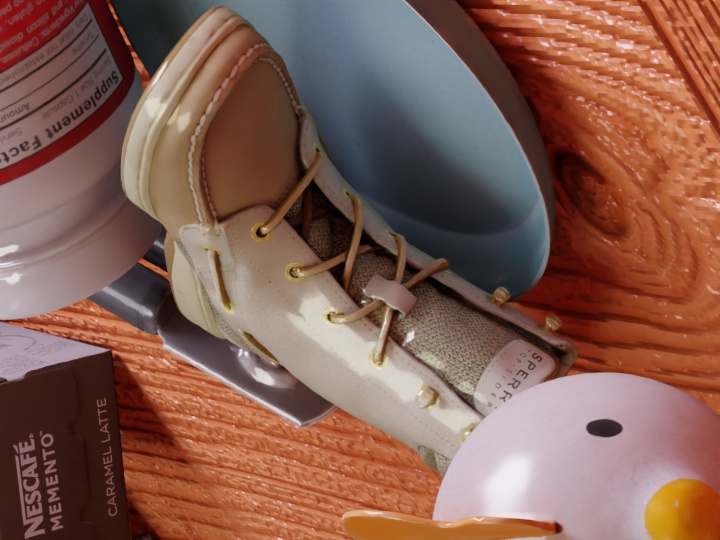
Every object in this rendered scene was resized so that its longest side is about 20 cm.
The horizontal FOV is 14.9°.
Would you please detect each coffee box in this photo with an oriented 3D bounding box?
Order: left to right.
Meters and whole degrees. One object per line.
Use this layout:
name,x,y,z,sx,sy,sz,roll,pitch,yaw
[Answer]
coffee box,-0.210,0.089,1.439,0.200,0.080,0.114,9,110,51

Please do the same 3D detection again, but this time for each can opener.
can opener,-0.086,0.005,1.167,0.200,0.053,0.067,29,163,10

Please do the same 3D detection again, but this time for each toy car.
toy car,0.097,0.072,0.748,0.177,0.200,0.185,152,116,-66

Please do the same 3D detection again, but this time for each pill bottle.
pill bottle,-0.148,-0.086,1.017,0.112,0.112,0.200,14,136,47

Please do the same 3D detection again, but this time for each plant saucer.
plant saucer,-0.008,-0.068,0.972,0.200,0.027,0.200,34,156,17

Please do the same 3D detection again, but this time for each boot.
boot,0.000,0.000,0.956,0.155,0.072,0.200,34,161,19

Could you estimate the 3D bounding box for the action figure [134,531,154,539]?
action figure,-0.143,0.173,1.572,0.200,0.055,0.118,42,156,-18
